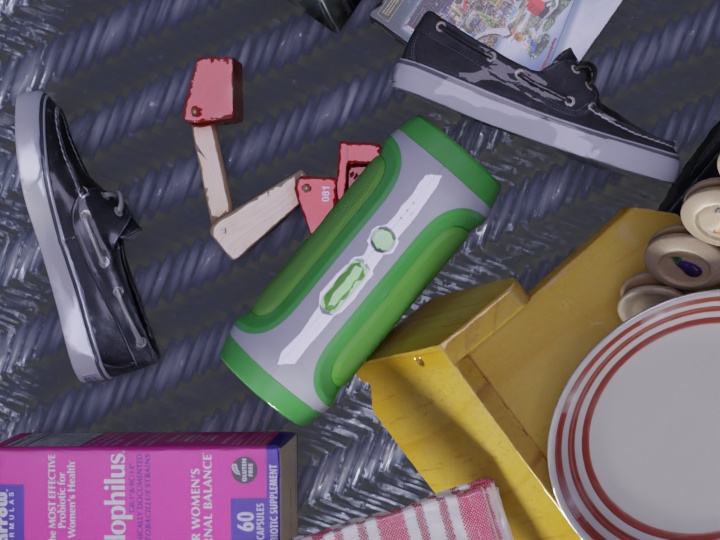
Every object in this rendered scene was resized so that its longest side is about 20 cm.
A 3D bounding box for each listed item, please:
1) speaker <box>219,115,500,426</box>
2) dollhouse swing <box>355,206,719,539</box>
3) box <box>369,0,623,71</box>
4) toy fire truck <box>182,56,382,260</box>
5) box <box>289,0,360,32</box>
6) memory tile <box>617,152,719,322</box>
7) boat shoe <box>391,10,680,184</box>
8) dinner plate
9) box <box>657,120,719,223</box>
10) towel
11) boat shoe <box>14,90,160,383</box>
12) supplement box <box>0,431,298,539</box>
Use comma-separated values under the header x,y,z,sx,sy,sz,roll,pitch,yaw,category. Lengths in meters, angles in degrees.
x,y,z,sx,sy,sz,roll,pitch,yaw,category
0.000,0.000,1.198,0.088,0.088,0.200,40,92,3,speaker
0.140,0.077,1.223,0.176,0.181,0.201,-43,102,-25,dollhouse swing
0.117,-0.213,1.268,0.136,0.038,0.201,36,91,3,box
-0.051,-0.041,1.269,0.139,0.049,0.203,2,90,3,toy fire truck
-0.006,-0.275,1.221,0.107,0.148,0.201,34,91,3,box
0.245,-0.002,1.076,0.152,0.201,0.017,20,55,-4,memory tile
0.121,-0.116,1.219,0.198,0.070,0.067,21,93,8,boat shoe
0.209,0.098,1.126,0.198,0.024,0.202,-2,116,-5,dinner plate
0.316,-0.046,1.162,0.199,0.197,0.124,36,56,3,box
0.010,0.226,1.190,0.198,0.030,0.148,-16,101,-1,towel
-0.182,-0.027,1.265,0.067,0.072,0.202,-14,91,5,boat shoe
-0.144,0.162,1.246,0.197,0.103,0.103,-1,90,5,supplement box
